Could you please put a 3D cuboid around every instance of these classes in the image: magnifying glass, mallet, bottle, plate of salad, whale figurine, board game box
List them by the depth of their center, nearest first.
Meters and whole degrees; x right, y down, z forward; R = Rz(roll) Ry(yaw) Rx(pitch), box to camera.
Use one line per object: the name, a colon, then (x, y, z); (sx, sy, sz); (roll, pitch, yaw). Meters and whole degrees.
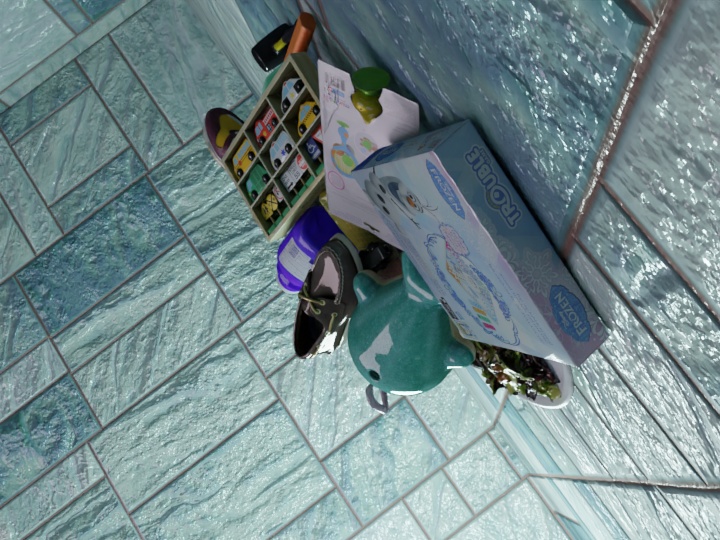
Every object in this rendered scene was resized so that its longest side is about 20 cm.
board game box: (0.091, -0.021, 0.692); (0.201, 0.043, 0.199); (54, 168, -13)
whale figurine: (0.049, 0.060, 0.879); (0.158, 0.104, 0.201); (36, 148, 10)
plate of salad: (0.146, 0.075, 0.888); (0.200, 0.048, 0.201); (43, 157, 23)
magnifying glass: (-0.089, -0.229, 0.984); (0.200, 0.022, 0.081); (127, 133, -56)
mallet: (-0.087, -0.300, 1.045); (0.041, 0.066, 0.199); (52, 164, -15)
bottle: (-0.069, -0.018, 1.094); (0.083, 0.066, 0.200); (35, 156, -5)

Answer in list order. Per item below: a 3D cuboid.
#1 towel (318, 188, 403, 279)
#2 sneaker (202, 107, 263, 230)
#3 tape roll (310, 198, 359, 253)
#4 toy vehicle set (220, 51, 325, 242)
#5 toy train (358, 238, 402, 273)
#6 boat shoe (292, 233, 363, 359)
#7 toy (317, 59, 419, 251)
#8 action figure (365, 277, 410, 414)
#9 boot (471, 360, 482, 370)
towel: (0.045, -0.049, 0.931); (0.198, 0.023, 0.144); (-6, 127, 52)
sneaker: (-0.133, -0.150, 1.081); (0.201, 0.074, 0.090); (55, 136, 12)
tape roll: (-0.026, -0.119, 1.062); (0.200, 0.065, 0.202); (41, 150, 30)
toy vehicle set: (-0.087, -0.139, 0.965); (0.125, 0.026, 0.200); (57, 136, 11)
toy train: (0.000, 0.000, 0.982); (0.034, 0.045, 0.200); (61, 152, 3)
boat shoe: (-0.043, 0.038, 0.974); (0.072, 0.059, 0.201); (50, 149, 24)
toy: (0.018, -0.115, 0.817); (0.114, 0.047, 0.202); (28, 150, 23)
action figure: (0.022, 0.078, 1.082); (0.200, 0.149, 0.134); (41, 176, 29)
boot: (0.121, 0.039, 1.075); (0.213, 0.079, 0.158); (58, 177, 13)
